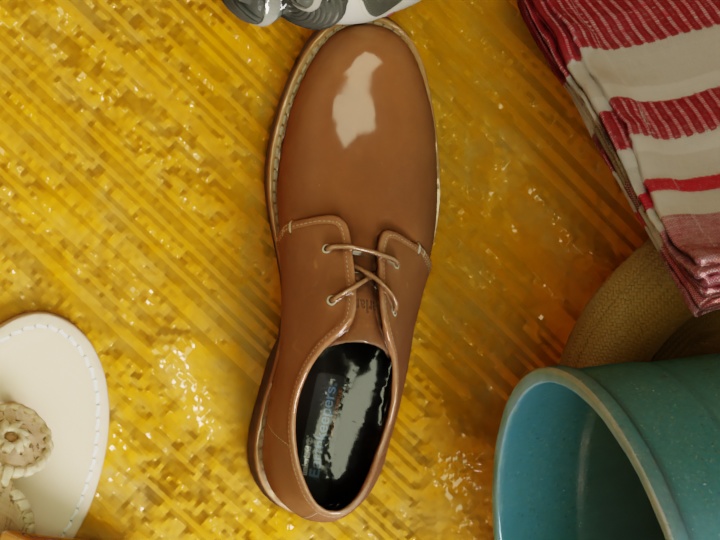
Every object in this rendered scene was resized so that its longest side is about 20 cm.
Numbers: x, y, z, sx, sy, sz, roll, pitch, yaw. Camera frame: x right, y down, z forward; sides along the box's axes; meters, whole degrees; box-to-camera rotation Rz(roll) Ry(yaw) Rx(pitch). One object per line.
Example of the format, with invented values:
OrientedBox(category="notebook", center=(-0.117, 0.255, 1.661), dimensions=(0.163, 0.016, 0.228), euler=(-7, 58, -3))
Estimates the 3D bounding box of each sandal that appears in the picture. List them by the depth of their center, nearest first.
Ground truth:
OrientedBox(category="sandal", center=(-0.155, 0.117, 1.079), dimensions=(0.078, 0.070, 0.212), euler=(33, 88, -15))

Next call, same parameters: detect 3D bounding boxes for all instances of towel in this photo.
OrientedBox(category="towel", center=(0.152, -0.076, 1.084), dimensions=(0.144, 0.200, 0.023), euler=(-16, 139, -12))

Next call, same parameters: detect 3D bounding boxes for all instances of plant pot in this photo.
OrientedBox(category="plant pot", center=(0.170, 0.114, 1.028), dimensions=(0.188, 0.200, 0.201), euler=(-12, 99, -16))

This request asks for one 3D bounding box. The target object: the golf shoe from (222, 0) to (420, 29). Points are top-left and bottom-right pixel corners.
OrientedBox(category="golf shoe", center=(-0.016, -0.191, 1.089), dimensions=(0.088, 0.077, 0.201), euler=(-2, 93, -41))

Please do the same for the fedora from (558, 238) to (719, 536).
OrientedBox(category="fedora", center=(0.170, 0.034, 1.132), dimensions=(0.200, 0.082, 0.201), euler=(-2, 117, -4))

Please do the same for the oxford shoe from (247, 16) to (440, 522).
OrientedBox(category="oxford shoe", center=(0.000, 0.000, 1.105), dimensions=(0.071, 0.071, 0.201), euler=(4, 94, -12))

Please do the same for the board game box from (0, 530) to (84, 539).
OrientedBox(category="board game box", center=(-0.142, 0.197, 1.083), dimensions=(0.030, 0.096, 0.200), euler=(20, 90, 23))
